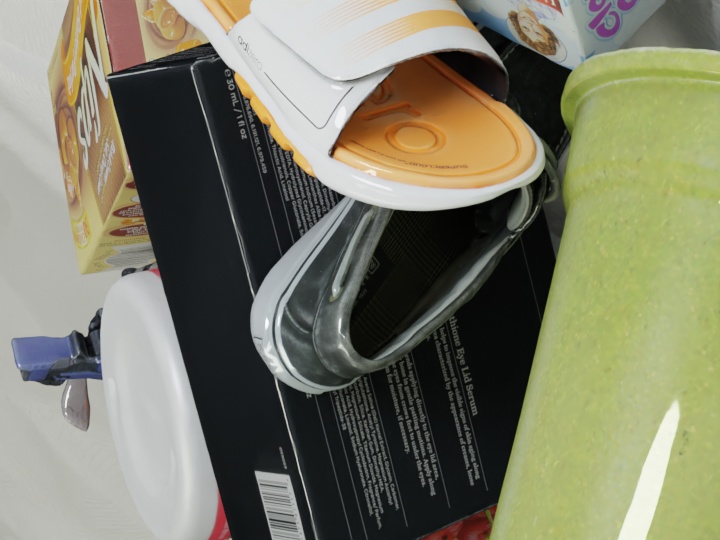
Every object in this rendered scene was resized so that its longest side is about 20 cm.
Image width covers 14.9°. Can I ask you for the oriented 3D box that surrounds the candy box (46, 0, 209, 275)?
[{"bbox_3d":[-0.113,-0.079,1.363,0.200,0.055,0.116,132,128,-71],"label":"candy box"}]

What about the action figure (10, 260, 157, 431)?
[{"bbox_3d":[-0.085,0.012,1.303,0.193,0.199,0.105,-42,55,54],"label":"action figure"}]

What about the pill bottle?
[{"bbox_3d":[-0.003,0.043,1.199,0.119,0.199,0.121,169,90,-70],"label":"pill bottle"}]

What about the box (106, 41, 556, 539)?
[{"bbox_3d":[0.000,0.000,1.071,0.079,0.140,0.202,1,107,59],"label":"box"}]

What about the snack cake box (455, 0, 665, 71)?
[{"bbox_3d":[0.017,-0.162,0.984,0.199,0.067,0.115,30,157,34],"label":"snack cake box"}]

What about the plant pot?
[{"bbox_3d":[0.132,0.052,0.942,0.199,0.185,0.200,21,167,5],"label":"plant pot"}]

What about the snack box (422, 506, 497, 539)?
[{"bbox_3d":[0.132,0.137,1.130,0.169,0.199,0.068,52,169,28],"label":"snack box"}]

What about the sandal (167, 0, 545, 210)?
[{"bbox_3d":[-0.015,-0.095,0.975,0.207,0.079,0.060,43,141,35],"label":"sandal"}]

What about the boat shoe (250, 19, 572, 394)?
[{"bbox_3d":[0.042,-0.032,1.011,0.072,0.201,0.071,45,158,-27],"label":"boat shoe"}]
